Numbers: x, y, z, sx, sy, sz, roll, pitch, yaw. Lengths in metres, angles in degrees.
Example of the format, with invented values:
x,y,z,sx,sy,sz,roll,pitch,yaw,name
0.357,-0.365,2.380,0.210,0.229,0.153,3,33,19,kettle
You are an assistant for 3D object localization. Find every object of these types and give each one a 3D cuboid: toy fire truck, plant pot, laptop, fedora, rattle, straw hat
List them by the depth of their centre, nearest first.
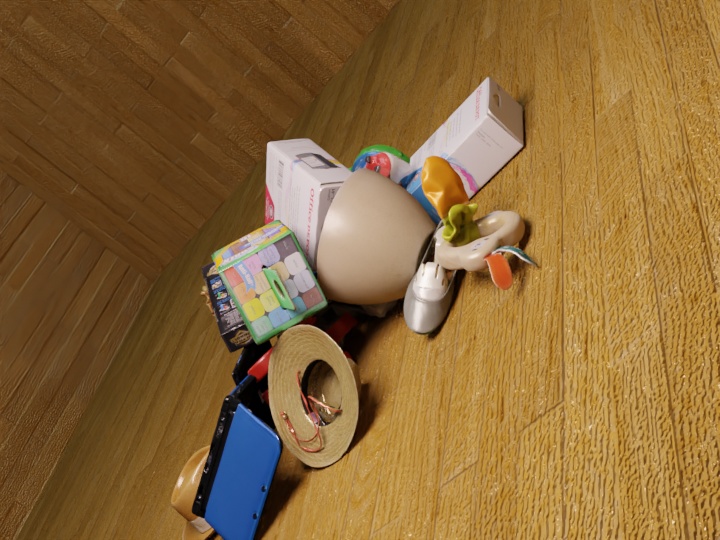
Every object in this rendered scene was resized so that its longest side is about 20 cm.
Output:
x,y,z,sx,sy,sz,roll,pitch,yaw,name
0.149,-0.069,1.276,0.127,0.146,0.200,-8,14,3,rattle
-0.044,0.170,1.416,0.084,0.204,0.200,-10,-21,-44,straw hat
0.040,-0.034,1.469,0.201,0.132,0.203,-49,-32,-44,plant pot
-0.078,0.136,1.599,0.200,0.112,0.168,-46,-1,21,toy fire truck
-0.256,0.357,1.658,0.201,0.081,0.201,-47,17,19,fedora
-0.193,0.163,1.679,0.101,0.179,0.202,-1,41,21,laptop

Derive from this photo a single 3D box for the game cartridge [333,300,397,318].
x,y,z,sx,sy,sz,roll,pitch,yaw,name
0.000,0.000,1.627,0.198,0.041,0.134,12,60,46,game cartridge

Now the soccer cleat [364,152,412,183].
x,y,z,sx,sy,sz,roll,pitch,yaw,name
0.016,-0.099,1.612,0.069,0.084,0.202,53,125,44,soccer cleat

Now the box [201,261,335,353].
x,y,z,sx,sy,sz,roll,pitch,yaw,name
-0.154,0.021,1.643,0.197,0.050,0.199,-26,37,-3,box

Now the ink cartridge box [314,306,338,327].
x,y,z,sx,sy,sz,roll,pitch,yaw,name
-0.058,0.035,1.833,0.160,0.047,0.202,-42,21,34,ink cartridge box

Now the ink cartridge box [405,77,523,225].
x,y,z,sx,sy,sz,roll,pitch,yaw,name
0.168,-0.191,1.594,0.200,0.084,0.146,-46,18,31,ink cartridge box

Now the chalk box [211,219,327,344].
x,y,z,sx,sy,sz,roll,pitch,yaw,name
-0.132,0.017,1.446,0.122,0.126,0.200,-28,13,-6,chalk box

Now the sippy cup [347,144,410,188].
x,y,z,sx,sy,sz,roll,pitch,yaw,name
0.025,-0.128,1.746,0.177,0.140,0.131,-28,21,45,sippy cup

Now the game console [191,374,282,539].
x,y,z,sx,sy,sz,roll,pitch,yaw,name
-0.168,0.287,1.487,0.171,0.116,0.203,-46,-23,-72,game console

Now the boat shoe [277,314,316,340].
x,y,z,sx,sy,sz,roll,pitch,yaw,name
-0.110,0.078,1.723,0.065,0.204,0.074,-9,1,12,boat shoe

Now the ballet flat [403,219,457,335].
x,y,z,sx,sy,sz,roll,pitch,yaw,name
0.105,-0.003,1.389,0.064,0.066,0.202,79,-152,-45,ballet flat

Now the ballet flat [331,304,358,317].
x,y,z,sx,sy,sz,roll,pitch,yaw,name
-0.002,0.000,1.712,0.069,0.069,0.201,-40,17,37,ballet flat

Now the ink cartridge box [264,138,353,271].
x,y,z,sx,sy,sz,roll,pitch,yaw,name
-0.078,-0.107,1.583,0.200,0.084,0.150,41,133,50,ink cartridge box

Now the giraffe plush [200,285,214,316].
x,y,z,sx,sy,sz,roll,pitch,yaw,name
-0.256,0.066,2.123,0.172,0.161,0.202,-37,22,43,giraffe plush
